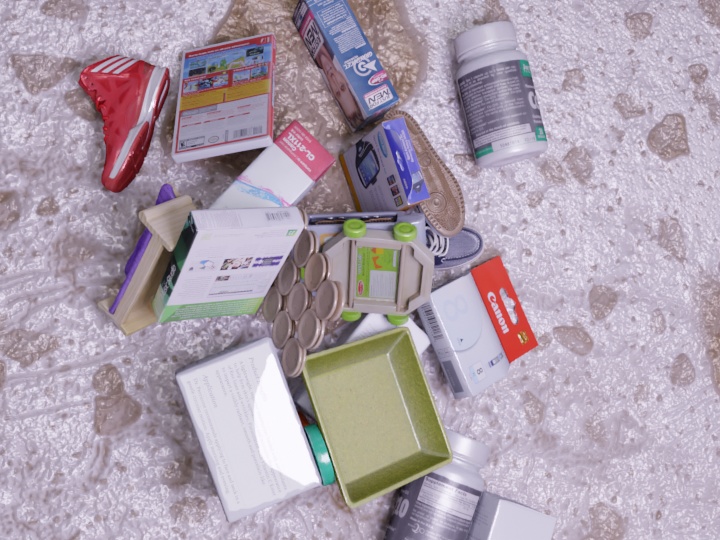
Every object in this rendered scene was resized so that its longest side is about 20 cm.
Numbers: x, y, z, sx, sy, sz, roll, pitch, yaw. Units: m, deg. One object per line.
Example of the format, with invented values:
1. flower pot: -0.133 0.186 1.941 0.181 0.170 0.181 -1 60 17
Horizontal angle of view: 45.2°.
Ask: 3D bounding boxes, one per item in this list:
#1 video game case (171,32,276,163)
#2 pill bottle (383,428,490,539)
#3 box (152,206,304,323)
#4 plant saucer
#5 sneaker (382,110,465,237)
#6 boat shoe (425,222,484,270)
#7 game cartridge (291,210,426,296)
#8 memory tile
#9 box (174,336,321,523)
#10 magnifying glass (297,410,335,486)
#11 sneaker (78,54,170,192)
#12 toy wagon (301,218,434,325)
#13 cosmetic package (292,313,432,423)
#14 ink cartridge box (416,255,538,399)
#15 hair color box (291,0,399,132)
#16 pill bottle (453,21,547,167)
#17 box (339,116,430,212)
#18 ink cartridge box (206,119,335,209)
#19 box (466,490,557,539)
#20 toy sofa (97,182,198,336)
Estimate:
1. video game case: -0.189 -0.245 1.214 0.142 0.017 0.201 -9 58 11
2. pill bottle: 0.113 0.335 1.255 0.112 0.113 0.201 23 80 -10
3. box: -0.172 -0.005 1.099 0.143 0.200 0.037 -4 55 -33
4. plant saucer: 0.014 0.195 1.169 0.199 0.048 0.201 -13 80 -40
5. sneaker: 0.083 -0.132 1.289 0.070 0.108 0.201 -26 85 -18
6. boat shoe: 0.104 -0.037 1.297 0.198 0.093 0.075 -6 86 -14
7. game cartridge: -0.005 -0.019 1.223 0.198 0.042 0.134 -2 123 6
8. memory tile: -0.084 0.025 1.125 0.017 0.201 0.154 11 124 -32
9. box: -0.155 0.204 1.159 0.130 0.200 0.200 -20 89 -12
10. magnifying glass: -0.068 0.232 1.176 0.022 0.200 0.080 -18 102 -10
11. sneaker: -0.354 -0.213 1.225 0.115 0.078 0.201 19 69 -3
12. toy wagon: 0.000 0.000 1.190 0.198 0.040 0.156 5 126 2
13. cosmetic package: 0.000 0.145 1.267 0.101 0.071 0.200 42 77 -7
14. ink cartridge box: 0.188 0.078 1.297 0.199 0.047 0.161 -25 92 -35
15. hair color box: -0.025 -0.317 1.289 0.060 0.100 0.201 -29 92 -13
16. pill bottle: 0.211 -0.267 1.326 0.112 0.113 0.202 -13 89 -14
17. box: 0.036 -0.138 1.235 0.041 0.200 0.120 -18 89 -24
18. ink cartridge box: -0.140 -0.100 1.217 0.083 0.146 0.200 44 77 -6
19. box: 0.191 0.433 1.259 0.097 0.124 0.201 21 81 -11
20. toy sofa: -0.282 -0.015 1.146 0.098 0.200 0.083 47 40 11
